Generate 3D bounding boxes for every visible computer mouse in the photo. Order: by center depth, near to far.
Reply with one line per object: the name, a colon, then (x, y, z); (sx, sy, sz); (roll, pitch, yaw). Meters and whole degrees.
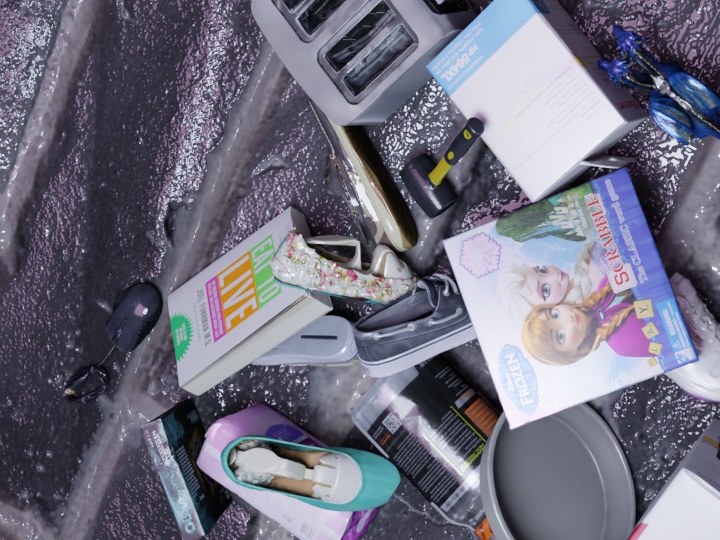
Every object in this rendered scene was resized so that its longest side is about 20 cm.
computer mouse: (-0.307, 0.093, 1.684); (0.059, 0.034, 0.201); (42, 112, 10)

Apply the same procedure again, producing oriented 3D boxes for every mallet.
mallet: (0.084, -0.120, 1.421); (0.041, 0.200, 0.066); (-34, 77, -19)

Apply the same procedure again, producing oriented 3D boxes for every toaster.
toaster: (0.000, -0.264, 1.453); (0.199, 0.118, 0.182); (-40, 82, 23)

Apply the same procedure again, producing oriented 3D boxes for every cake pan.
cake pan: (0.199, 0.225, 1.421); (0.037, 0.199, 0.202); (-30, 87, 50)

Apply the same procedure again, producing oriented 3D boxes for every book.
book: (-0.132, 0.035, 1.569); (0.199, 0.048, 0.135); (-35, 48, 23)

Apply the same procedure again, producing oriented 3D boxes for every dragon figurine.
dragon figurine: (0.317, -0.162, 1.348); (0.200, 0.099, 0.059); (42, 112, 11)

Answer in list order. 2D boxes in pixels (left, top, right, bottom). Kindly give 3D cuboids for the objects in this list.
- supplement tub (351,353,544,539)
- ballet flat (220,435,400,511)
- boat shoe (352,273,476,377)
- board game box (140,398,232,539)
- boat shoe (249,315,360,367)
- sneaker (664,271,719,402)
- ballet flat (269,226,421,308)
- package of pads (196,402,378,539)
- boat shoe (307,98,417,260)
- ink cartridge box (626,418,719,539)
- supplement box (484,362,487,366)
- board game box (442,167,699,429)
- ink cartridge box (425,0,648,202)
supplement tub: (0.096, 0.184, 1.484); (0.200, 0.122, 0.123); (45, 112, 10)
ballet flat: (-0.058, 0.216, 1.463); (0.197, 0.070, 0.068); (7, 84, 12)
boat shoe: (0.082, 0.037, 1.447); (0.198, 0.072, 0.068); (-25, 122, -9)
board game box: (-0.195, 0.223, 1.571); (0.028, 0.200, 0.137); (-21, 90, 3)
boat shoe: (-0.073, 0.083, 1.567); (0.198, 0.062, 0.073); (7, 71, 38)
sneaker: (0.329, 0.064, 1.387); (0.198, 0.075, 0.101); (25, 115, 14)
ballet flat: (0.000, 0.000, 1.475); (0.197, 0.076, 0.065); (12, 104, -24)
package of pads: (-0.077, 0.233, 1.565); (0.199, 0.120, 0.076); (32, 109, 15)
boat shoe: (-0.010, -0.102, 1.508); (0.064, 0.073, 0.202); (-30, 87, 18)
ink cartridge box: (0.326, 0.245, 1.357); (0.085, 0.200, 0.149); (35, 110, 13)
supplement box: (0.209, 0.028, 1.443); (0.068, 0.066, 0.201); (35, 110, 11)
board game box: (0.206, 0.029, 1.367); (0.197, 0.041, 0.203); (-22, 84, 11)
ink cartridge box: (0.187, -0.169, 1.385); (0.125, 0.128, 0.201); (-40, 82, 23)
